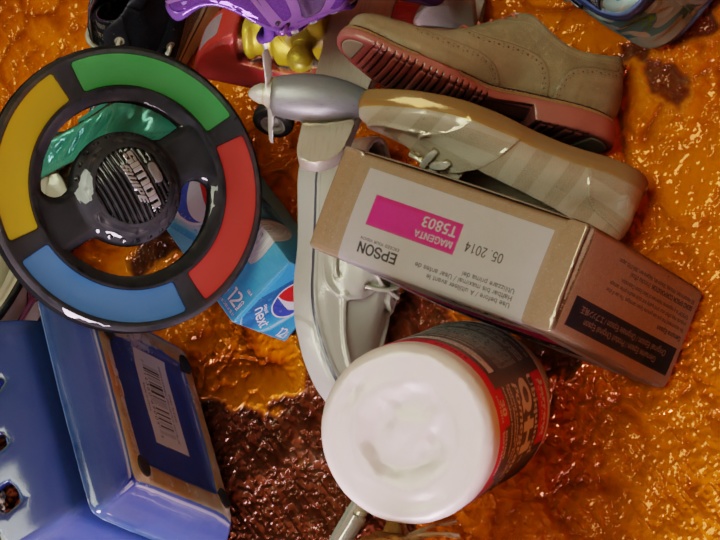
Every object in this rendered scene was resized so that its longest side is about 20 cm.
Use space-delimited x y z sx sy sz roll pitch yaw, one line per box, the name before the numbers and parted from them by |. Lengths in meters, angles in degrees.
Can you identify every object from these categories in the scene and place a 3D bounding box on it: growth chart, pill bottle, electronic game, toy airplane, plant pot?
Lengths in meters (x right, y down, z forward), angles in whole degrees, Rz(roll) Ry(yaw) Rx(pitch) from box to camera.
growth chart | -0.014 0.178 1.566 0.018 0.200 0.145 30 104 3
pill bottle | 0.057 0.090 1.513 0.111 0.200 0.111 2 95 18
electronic game | -0.161 -0.056 1.641 0.042 0.200 0.200 160 118 -64
toy airplane | -0.011 -0.175 1.677 0.199 0.141 0.200 -40 42 -4
plant pot | -0.212 0.134 1.698 0.180 0.200 0.200 -26 63 17

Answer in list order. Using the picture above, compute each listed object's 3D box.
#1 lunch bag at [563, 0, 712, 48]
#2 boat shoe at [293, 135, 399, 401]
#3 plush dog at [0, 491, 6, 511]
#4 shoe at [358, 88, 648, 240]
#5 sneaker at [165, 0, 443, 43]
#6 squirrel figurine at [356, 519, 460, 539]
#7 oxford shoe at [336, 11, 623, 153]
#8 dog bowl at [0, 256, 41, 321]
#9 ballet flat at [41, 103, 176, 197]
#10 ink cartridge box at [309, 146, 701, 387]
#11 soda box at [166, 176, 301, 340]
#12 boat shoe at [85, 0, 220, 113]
lunch bag | 0.196 -0.263 1.603 0.200 0.082 0.161 -51 53 10
boat shoe | 0.000 0.000 1.669 0.066 0.072 0.200 -18 59 34
plush dog | -0.353 0.174 1.822 0.172 0.160 0.200 1 76 10
shoe | 0.089 -0.070 1.580 0.200 0.070 0.053 20 79 4
sneaker | -0.037 -0.191 1.597 0.081 0.200 0.083 -121 35 -72
squirrel figurine | 0.067 0.236 1.475 0.187 0.200 0.142 27 72 12
oxford shoe | 0.082 -0.141 1.601 0.070 0.200 0.075 154 133 -70
dog bowl | -0.316 0.010 1.848 0.200 0.074 0.200 -16 54 23
ballet flat | -0.198 -0.079 1.742 0.200 0.067 0.070 -24 79 31
ink cartridge box | 0.094 -0.002 1.545 0.200 0.165 0.075 21 88 37
soda box | -0.102 -0.044 1.747 0.064 0.068 0.200 -47 56 14
boat shoe | -0.184 -0.154 1.817 0.075 0.093 0.200 24 90 36
